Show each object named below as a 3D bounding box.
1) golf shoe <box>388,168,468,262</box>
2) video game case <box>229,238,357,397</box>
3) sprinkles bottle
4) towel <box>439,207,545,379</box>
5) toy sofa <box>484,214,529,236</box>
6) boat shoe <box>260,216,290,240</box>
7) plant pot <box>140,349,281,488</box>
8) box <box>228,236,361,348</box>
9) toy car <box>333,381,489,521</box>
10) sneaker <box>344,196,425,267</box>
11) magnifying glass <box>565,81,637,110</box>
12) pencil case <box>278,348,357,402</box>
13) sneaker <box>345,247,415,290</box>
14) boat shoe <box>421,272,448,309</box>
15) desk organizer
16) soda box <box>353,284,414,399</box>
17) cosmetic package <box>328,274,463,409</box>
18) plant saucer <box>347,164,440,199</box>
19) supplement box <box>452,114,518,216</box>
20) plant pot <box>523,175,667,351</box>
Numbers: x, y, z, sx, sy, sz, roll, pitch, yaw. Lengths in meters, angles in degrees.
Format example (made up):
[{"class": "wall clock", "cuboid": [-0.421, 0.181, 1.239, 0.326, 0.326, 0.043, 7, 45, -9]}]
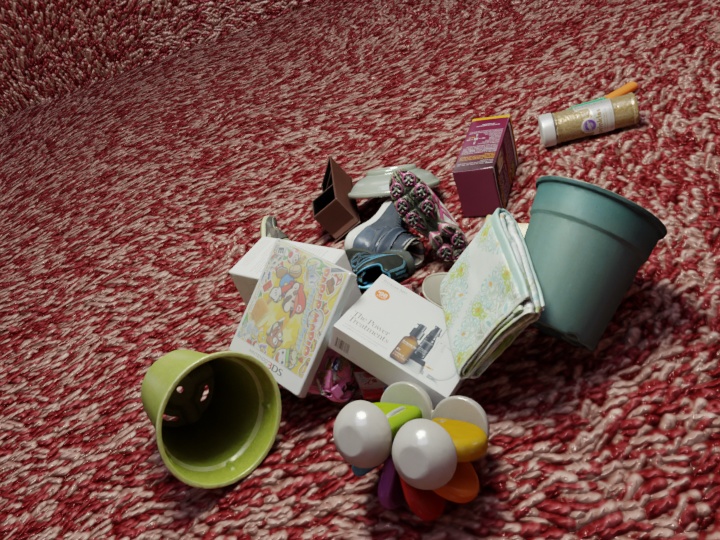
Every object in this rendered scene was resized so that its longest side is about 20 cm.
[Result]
[{"class": "golf shoe", "cuboid": [0.121, -0.103, 1.297, 0.072, 0.201, 0.092, -36, 11, 13]}, {"class": "video game case", "cuboid": [-0.111, 0.069, 1.111, 0.181, 0.023, 0.203, 24, 89, 40]}, {"class": "sprinkles bottle", "cuboid": [0.477, -0.316, 1.483, 0.197, 0.069, 0.069, -13, 36, 12]}, {"class": "towel", "cuboid": [0.178, 0.033, 1.011, 0.172, 0.048, 0.202, -53, 28, 36]}, {"class": "toy sofa", "cuboid": [0.309, -0.034, 1.208, 0.197, 0.098, 0.084, 5, 67, 32]}, {"class": "boat shoe", "cuboid": [-0.175, -0.047, 1.479, 0.065, 0.073, 0.202, -8, 36, 0]}, {"class": "plant pot", "cuboid": [-0.251, 0.207, 1.100, 0.200, 0.202, 0.183, -39, 27, -24]}, {"class": "box", "cuboid": [-0.108, 0.041, 1.250, 0.198, 0.154, 0.107, 11, 46, 36]}, {"class": "toy car", "cuboid": [0.066, 0.240, 0.914, 0.197, 0.153, 0.174, 10, 11, 31]}, {"class": "sneaker", "cuboid": [0.084, -0.073, 1.368, 0.145, 0.078, 0.202, 18, 46, 36]}, {"class": "magnifying glass", "cuboid": [0.529, -0.367, 1.564, 0.198, 0.023, 0.080, -29, 36, -11]}, {"class": "pencil case", "cuboid": [-0.102, 0.163, 1.153, 0.197, 0.086, 0.084, 3, 81, 31]}, {"class": "sneaker", "cuboid": [0.000, 0.000, 1.281, 0.198, 0.074, 0.082, -9, 13, 39]}, {"class": "boat shoe", "cuboid": [0.195, 0.046, 1.182, 0.198, 0.057, 0.068, 7, 80, 40]}, {"class": "desk organizer", "cuboid": [-0.059, -0.160, 1.534, 0.071, 0.077, 0.201, -36, 32, 18]}, {"class": "soda box", "cuboid": [0.045, 0.113, 1.153, 0.069, 0.064, 0.201, -5, 38, 19]}, {"class": "cosmetic package", "cuboid": [0.074, 0.107, 1.068, 0.198, 0.052, 0.151, 30, 42, 15]}, {"class": "plant saucer", "cuboid": [0.068, -0.190, 1.478, 0.196, 0.051, 0.200, -8, 11, 2]}, {"class": "supplement box", "cuboid": [0.256, -0.213, 1.428, 0.084, 0.111, 0.201, -2, 39, 26]}, {"class": "plant pot", "cuboid": [0.309, -0.003, 1.026, 0.199, 0.199, 0.199, 23, 88, 45]}]
